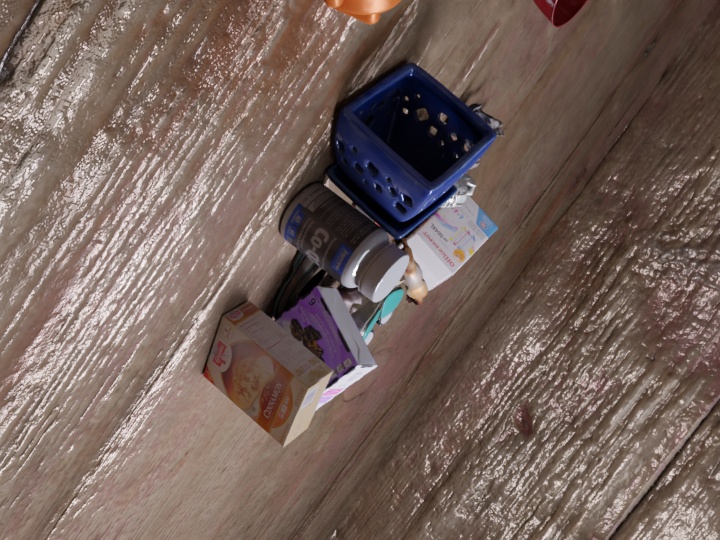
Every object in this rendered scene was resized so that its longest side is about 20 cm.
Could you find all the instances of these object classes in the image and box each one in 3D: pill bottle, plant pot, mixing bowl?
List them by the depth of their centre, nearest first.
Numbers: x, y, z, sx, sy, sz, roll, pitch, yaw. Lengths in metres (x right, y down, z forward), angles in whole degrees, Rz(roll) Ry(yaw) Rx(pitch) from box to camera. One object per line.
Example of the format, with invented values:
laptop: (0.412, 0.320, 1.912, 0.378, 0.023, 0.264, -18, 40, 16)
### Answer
plant pot: (0.072, -0.185, 1.523, 0.200, 0.200, 0.180, -40, 166, -36)
pill bottle: (-0.025, -0.044, 1.524, 0.114, 0.200, 0.114, -46, 161, -21)
mixing bowl: (0.366, -0.558, 1.686, 0.200, 0.108, 0.200, -47, 162, -20)

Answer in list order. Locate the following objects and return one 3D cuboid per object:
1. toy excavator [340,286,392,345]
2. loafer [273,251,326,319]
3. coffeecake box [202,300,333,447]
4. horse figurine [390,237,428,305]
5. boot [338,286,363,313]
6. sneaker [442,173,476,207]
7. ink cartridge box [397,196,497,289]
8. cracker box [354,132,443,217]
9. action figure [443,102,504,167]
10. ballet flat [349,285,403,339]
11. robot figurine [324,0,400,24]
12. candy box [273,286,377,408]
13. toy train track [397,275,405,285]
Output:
toy excavator: (0.000, 0.044, 1.958, 0.195, 0.100, 0.200, -51, 153, -7)
loafer: (-0.102, 0.031, 1.698, 0.072, 0.063, 0.201, -30, 151, -51)
coffeecake box: (-0.162, 0.176, 1.596, 0.073, 0.200, 0.154, -31, 152, -48)
horse figurine: (0.096, 0.000, 1.865, 0.050, 0.133, 0.201, -21, 123, 2)
boot: (-0.039, 0.036, 1.841, 0.199, 0.064, 0.187, -19, 124, -18)
sneaker: (0.167, -0.157, 1.826, 0.200, 0.080, 0.071, -39, 164, -47)
ink cartridge box: (0.183, -0.062, 2.086, 0.200, 0.129, 0.125, -45, -177, -28)
cracker box: (0.079, -0.175, 1.775, 0.200, 0.058, 0.134, -54, 165, 5)
action figure: (0.234, -0.279, 1.904, 0.119, 0.102, 0.200, -46, 167, 17)
ballet flat: (0.020, 0.071, 1.807, 0.200, 0.063, 0.068, -43, 154, -54)
robot figurine: (0.005, -0.385, 1.090, 0.143, 0.117, 0.200, -19, 155, -11)
candy box: (-0.094, 0.154, 1.680, 0.200, 0.168, 0.071, -39, 158, 23)
toy train track: (0.000, 0.000, 1.749, 0.199, 0.033, 0.115, 20, 142, -31)
